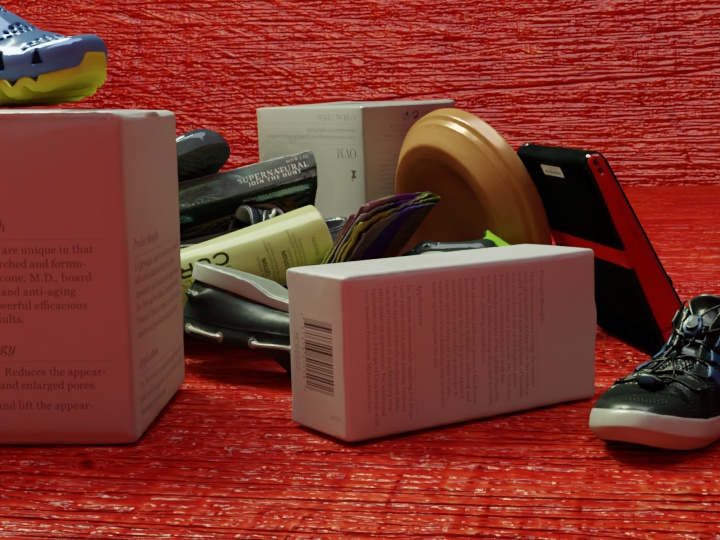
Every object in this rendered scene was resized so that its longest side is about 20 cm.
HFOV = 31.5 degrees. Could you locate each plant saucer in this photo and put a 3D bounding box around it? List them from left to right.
[{"bbox_3d":[0.092,-0.046,1.152,0.037,0.200,0.200,-26,19,-28],"label":"plant saucer"}]

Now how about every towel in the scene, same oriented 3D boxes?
[{"bbox_3d":[0.000,0.000,1.070,0.023,0.144,0.200,36,18,13],"label":"towel"}]

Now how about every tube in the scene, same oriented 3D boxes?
[{"bbox_3d":[-0.118,0.007,1.001,0.200,0.058,0.052,-21,-18,-17],"label":"tube"}]

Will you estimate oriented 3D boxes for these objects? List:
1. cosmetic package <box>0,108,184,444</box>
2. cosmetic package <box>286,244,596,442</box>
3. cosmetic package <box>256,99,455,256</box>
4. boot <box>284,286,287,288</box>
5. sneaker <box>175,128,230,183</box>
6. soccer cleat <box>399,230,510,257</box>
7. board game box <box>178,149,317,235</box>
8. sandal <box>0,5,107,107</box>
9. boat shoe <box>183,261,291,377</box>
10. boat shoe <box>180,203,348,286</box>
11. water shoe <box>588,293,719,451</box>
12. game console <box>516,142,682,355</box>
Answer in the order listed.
[{"bbox_3d":[-0.210,-0.004,0.828,0.165,0.200,0.165,-1,7,3],"label":"cosmetic package"},{"bbox_3d":[0.055,0.041,0.822,0.200,0.102,0.071,-5,7,-33],"label":"cosmetic package"},{"bbox_3d":[-0.006,-0.074,1.332,0.123,0.200,0.199,-9,10,-34],"label":"cosmetic package"},{"bbox_3d":[-0.118,0.014,1.194,0.144,0.073,0.200,0,11,19],"label":"boot"},{"bbox_3d":[-0.207,-0.088,1.102,0.200,0.082,0.070,-25,-21,16],"label":"sneaker"},{"bbox_3d":[0.045,0.016,1.034,0.200,0.068,0.081,-15,41,-27],"label":"soccer cleat"},{"bbox_3d":[-0.137,-0.043,1.123,0.200,0.028,0.135,-15,-19,-12],"label":"board game box"},{"bbox_3d":[-0.252,-0.147,0.826,0.200,0.087,0.079,4,6,23],"label":"sandal"},{"bbox_3d":[-0.041,0.049,0.932,0.200,0.060,0.076,19,6,28],"label":"boat shoe"},{"bbox_3d":[-0.084,-0.024,1.076,0.200,0.068,0.072,-16,17,-25],"label":"boat shoe"},{"bbox_3d":[0.197,0.055,0.773,0.071,0.079,0.200,4,9,37],"label":"water shoe"},{"bbox_3d":[0.194,-0.021,1.020,0.031,0.177,0.200,-26,10,-5],"label":"game console"}]
